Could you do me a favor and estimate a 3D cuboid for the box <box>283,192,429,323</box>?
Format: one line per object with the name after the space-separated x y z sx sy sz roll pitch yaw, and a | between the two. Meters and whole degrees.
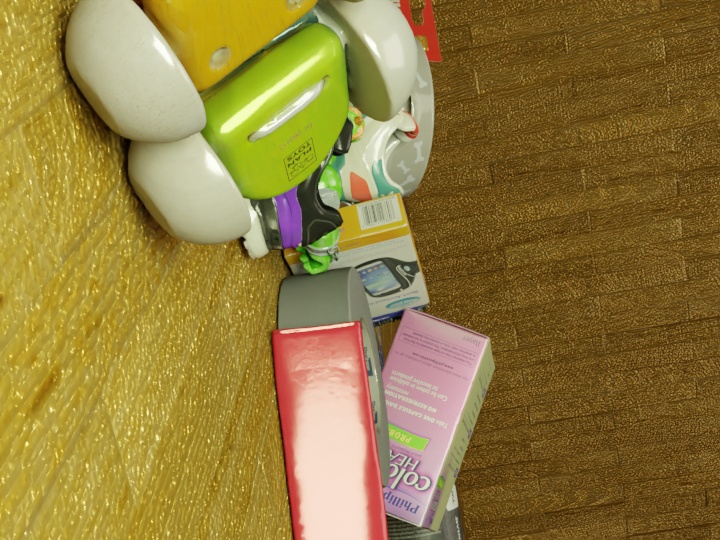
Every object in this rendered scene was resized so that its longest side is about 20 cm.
0.000 0.000 1.100 0.200 0.117 0.042 69 8 -65 | box

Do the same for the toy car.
-0.074 -0.129 0.591 0.150 0.175 0.201 41 -17 32 | toy car

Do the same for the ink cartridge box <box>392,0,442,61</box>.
0.003 -0.328 1.305 0.050 0.197 0.163 141 -56 -64 | ink cartridge box

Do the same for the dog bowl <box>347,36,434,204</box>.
0.022 -0.168 1.207 0.200 0.058 0.203 179 -90 -71 | dog bowl

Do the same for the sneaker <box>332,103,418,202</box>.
0.014 -0.161 1.089 0.070 0.092 0.203 43 52 -75 | sneaker

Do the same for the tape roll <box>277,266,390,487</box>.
-0.021 0.100 1.014 0.200 0.065 0.204 -9 90 -85 | tape roll

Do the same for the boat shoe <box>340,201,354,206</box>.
-0.016 -0.036 1.164 0.202 0.085 0.076 59 22 -74 | boat shoe

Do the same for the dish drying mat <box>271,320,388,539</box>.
-0.024 0.144 0.889 0.018 0.076 0.203 121 -37 -73 | dish drying mat

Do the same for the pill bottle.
0.073 0.319 1.364 0.106 0.105 0.203 23 58 -83 | pill bottle

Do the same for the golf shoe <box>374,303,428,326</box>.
0.026 0.000 1.272 0.200 0.077 0.096 -112 -175 -73 | golf shoe

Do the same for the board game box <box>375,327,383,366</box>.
-0.005 0.070 1.336 0.201 0.034 0.137 71 11 -54 | board game box

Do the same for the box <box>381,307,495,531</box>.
0.065 0.165 1.192 0.176 0.095 0.202 58 52 -74 | box

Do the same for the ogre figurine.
-0.051 -0.105 0.951 0.120 0.097 0.203 150 -53 -78 | ogre figurine

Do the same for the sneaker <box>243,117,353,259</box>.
-0.055 -0.117 0.849 0.070 0.098 0.203 -72 153 -81 | sneaker
